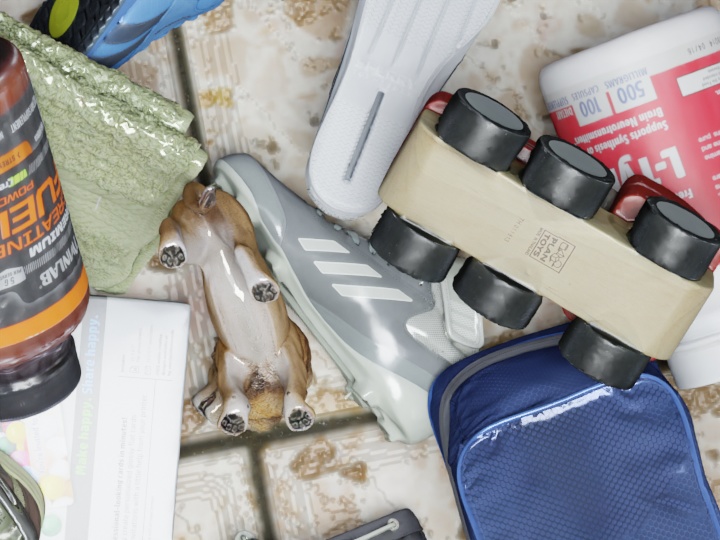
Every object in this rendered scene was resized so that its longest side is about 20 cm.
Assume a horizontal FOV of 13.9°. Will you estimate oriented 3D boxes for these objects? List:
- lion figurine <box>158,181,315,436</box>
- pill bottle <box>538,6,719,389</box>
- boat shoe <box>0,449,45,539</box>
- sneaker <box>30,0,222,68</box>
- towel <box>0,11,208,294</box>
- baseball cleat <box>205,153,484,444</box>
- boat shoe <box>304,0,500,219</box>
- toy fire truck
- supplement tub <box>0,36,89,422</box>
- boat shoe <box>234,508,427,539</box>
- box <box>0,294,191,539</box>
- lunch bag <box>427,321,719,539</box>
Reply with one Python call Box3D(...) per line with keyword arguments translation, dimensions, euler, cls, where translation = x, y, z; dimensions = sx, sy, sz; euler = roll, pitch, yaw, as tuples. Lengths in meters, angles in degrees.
Box3D(translation=(-0.068, 0.014, 1.615), dimensions=(0.072, 0.123, 0.200), euler=(-9, 121, -1), cls="lion figurine")
Box3D(translation=(0.185, -0.040, 1.680), dimensions=(0.112, 0.112, 0.200), euler=(-21, 91, -6), cls="pill bottle")
Box3D(translation=(-0.253, 0.096, 1.599), dimensions=(0.201, 0.066, 0.072), euler=(36, 91, -18), cls="boat shoe")
Box3D(translation=(-0.114, -0.151, 1.646), dimensions=(0.078, 0.066, 0.200), euler=(23, 123, -38), cls="sneaker")
Box3D(translation=(-0.191, -0.073, 1.635), dimensions=(0.200, 0.148, 0.036), euler=(30, 44, -2), cls="towel")
Box3D(translation=(0.000, 0.000, 1.691), dimensions=(0.106, 0.070, 0.200), euler=(-37, 102, -13), cls="baseball cleat")
Box3D(translation=(0.019, -0.124, 1.637), dimensions=(0.072, 0.071, 0.200), euler=(29, 88, -9), cls="boat shoe")
Box3D(translation=(0.097, -0.026, 1.608), dimensions=(0.176, 0.200, 0.129), euler=(29, 109, -2), cls="toy fire truck")
Box3D(translation=(-0.206, -0.020, 1.580), dimensions=(0.107, 0.107, 0.200), euler=(-17, 119, -6), cls="supplement tub")
Box3D(translation=(-0.054, 0.179, 1.681), dimensions=(0.200, 0.073, 0.063), euler=(-9, 78, -10), cls="boat shoe")
Box3D(translation=(-0.201, 0.087, 1.676), dimensions=(0.200, 0.041, 0.156), euler=(5, 88, -5), cls="box")
Box3D(translation=(0.125, 0.134, 1.653), dimensions=(0.136, 0.132, 0.200), euler=(-17, 109, -1), cls="lunch bag")
